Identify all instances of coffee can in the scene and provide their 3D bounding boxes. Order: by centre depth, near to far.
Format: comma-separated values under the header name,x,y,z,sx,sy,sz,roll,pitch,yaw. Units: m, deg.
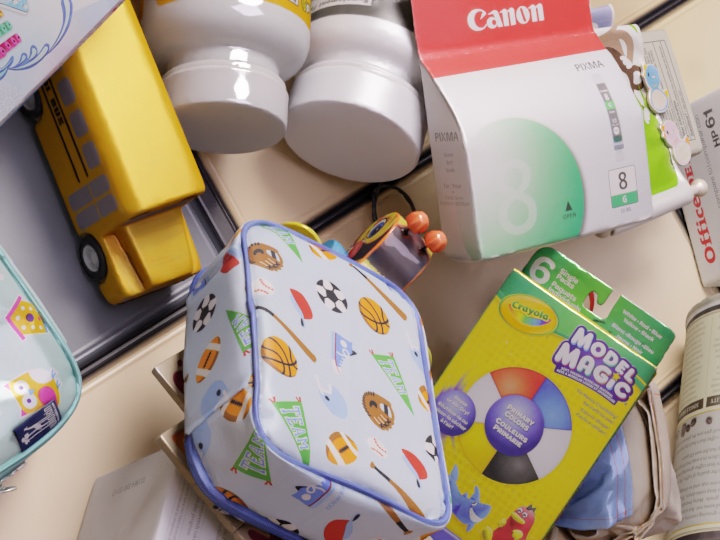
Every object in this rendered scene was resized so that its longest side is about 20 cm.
name,x,y,z,sx,sy,sz,roll,pitch,yaw
coffee can,0.301,0.134,1.286,0.145,0.146,0.202,24,62,-27

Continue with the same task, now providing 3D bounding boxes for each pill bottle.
name,x,y,z,sx,sy,sz,roll,pitch,yaw
pill bottle,-0.086,-0.184,1.134,0.112,0.112,0.202,12,68,-32
pill bottle,0.018,-0.169,1.202,0.113,0.114,0.202,29,60,-25

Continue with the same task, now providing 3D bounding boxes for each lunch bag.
name,x,y,z,sx,sy,sz,roll,pitch,yaw
lunch bag,-0.257,0.045,0.956,0.160,0.077,0.201,-37,97,-33
lunch bag,-0.022,0.075,0.997,0.159,0.076,0.201,29,36,-29

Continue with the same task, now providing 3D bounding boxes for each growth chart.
name,x,y,z,sx,sy,sz,roll,pitch,yaw
growth chart,0.175,-0.123,1.270,0.144,0.018,0.201,-31,98,-37

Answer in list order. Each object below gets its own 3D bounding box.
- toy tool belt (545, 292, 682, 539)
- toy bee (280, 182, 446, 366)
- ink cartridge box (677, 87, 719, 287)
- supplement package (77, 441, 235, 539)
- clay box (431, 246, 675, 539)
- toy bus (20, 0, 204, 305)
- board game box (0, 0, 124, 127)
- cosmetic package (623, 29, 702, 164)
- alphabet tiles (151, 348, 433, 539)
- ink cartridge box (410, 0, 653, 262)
name,x,y,z,sx,sy,sz,roll,pitch,yaw
toy tool belt,0.137,0.101,1.197,0.122,0.124,0.202,-14,83,-46
toy bee,0.000,0.000,1.140,0.130,0.108,0.202,25,62,-25
ink cartridge box,0.337,-0.082,1.350,0.084,0.200,0.146,-7,79,-32
supplement package,-0.062,0.198,1.026,0.199,0.113,0.110,28,59,-25
clay box,0.105,0.092,1.135,0.114,0.048,0.201,34,90,11
toy bus,-0.154,-0.086,1.075,0.065,0.078,0.202,-21,88,-38
board game box,-0.241,-0.188,0.994,0.199,0.043,0.200,-44,101,3
cosmetic package,0.154,-0.113,1.307,0.199,0.073,0.105,-12,83,-37
alphabet tiles,-0.031,0.116,1.014,0.200,0.006,0.166,50,33,6
ink cartridge box,0.115,-0.118,1.163,0.160,0.050,0.202,-13,102,-34
